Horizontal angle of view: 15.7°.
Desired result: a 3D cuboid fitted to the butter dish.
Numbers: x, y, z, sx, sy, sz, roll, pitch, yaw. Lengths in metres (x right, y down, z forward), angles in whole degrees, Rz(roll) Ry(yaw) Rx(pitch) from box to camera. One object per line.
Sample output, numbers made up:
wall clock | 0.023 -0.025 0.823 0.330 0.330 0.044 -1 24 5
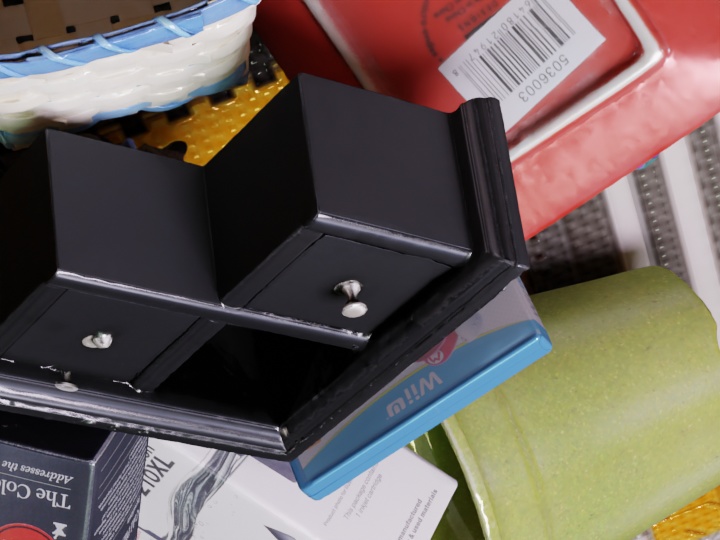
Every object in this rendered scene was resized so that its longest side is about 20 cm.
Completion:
butter dish | 0.072 -0.131 1.267 0.200 0.148 0.200 -34 91 19

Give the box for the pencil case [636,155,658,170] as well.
pencil case | 0.056 -0.046 1.372 0.200 0.092 0.085 -33 136 13

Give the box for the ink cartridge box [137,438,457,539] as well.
ink cartridge box | -0.072 0.113 1.390 0.200 0.084 0.145 34 144 -5

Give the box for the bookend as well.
bookend | -0.065 -0.010 1.170 0.198 0.092 0.200 14 143 -33

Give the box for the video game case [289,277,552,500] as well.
video game case | 0.000 0.000 1.315 0.143 0.200 0.018 -33 142 12

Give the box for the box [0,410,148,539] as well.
box | -0.215 0.125 1.287 0.200 0.104 0.182 12 118 8

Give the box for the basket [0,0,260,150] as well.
basket | -0.127 -0.153 1.151 0.176 0.139 0.200 -14 153 -10

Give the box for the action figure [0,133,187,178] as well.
action figure | -0.169 -0.042 1.285 0.193 0.105 0.200 -4 156 -25

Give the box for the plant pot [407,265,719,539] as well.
plant pot | 0.111 0.088 1.473 0.184 0.200 0.201 -21 138 -16
